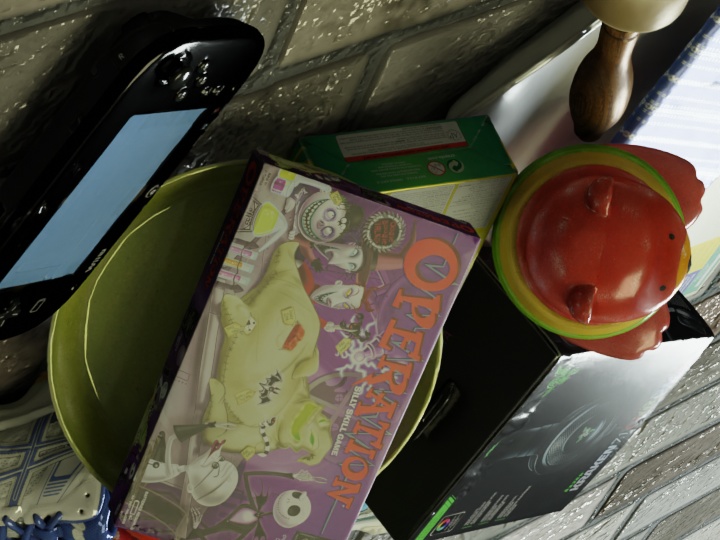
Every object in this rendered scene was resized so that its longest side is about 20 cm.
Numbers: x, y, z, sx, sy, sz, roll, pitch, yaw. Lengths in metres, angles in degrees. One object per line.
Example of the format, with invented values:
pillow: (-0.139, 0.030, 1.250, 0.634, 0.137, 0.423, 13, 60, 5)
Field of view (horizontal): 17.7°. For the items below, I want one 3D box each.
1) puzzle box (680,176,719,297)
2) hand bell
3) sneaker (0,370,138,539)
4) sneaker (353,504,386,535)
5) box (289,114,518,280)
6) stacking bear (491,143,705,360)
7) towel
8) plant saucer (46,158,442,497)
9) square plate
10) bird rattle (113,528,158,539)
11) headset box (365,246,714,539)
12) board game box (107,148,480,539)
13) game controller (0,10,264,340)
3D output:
puzzle box: (0.233, -0.037, 1.627, 0.133, 0.025, 0.200, -20, 152, -41)
hand bell: (0.132, -0.125, 1.193, 0.104, 0.104, 0.200, -30, 158, -21)
sneaker: (-0.171, 0.113, 1.198, 0.200, 0.088, 0.075, -33, 160, -10)
sneaker: (-0.002, 0.131, 1.519, 0.200, 0.078, 0.086, -25, 152, -30)
box: (0.000, 0.000, 1.268, 0.117, 0.048, 0.200, -8, 144, -25)
stacking bear: (0.126, -0.013, 1.230, 0.200, 0.113, 0.122, -37, 142, -86)
towel: (0.207, -0.104, 1.388, 0.145, 0.024, 0.200, -1, 134, -53)
plant saucer: (-0.058, 0.035, 1.163, 0.199, 0.031, 0.201, -4, 111, -11)
square plate: (0.134, -0.107, 1.329, 0.198, 0.028, 0.200, -38, 158, -4)
bird rattle: (-0.115, 0.138, 1.358, 0.199, 0.113, 0.163, -15, 136, 7)
headset box: (0.095, 0.073, 1.445, 0.200, 0.093, 0.174, -3, 137, -53)
board game box: (-0.034, 0.051, 1.145, 0.120, 0.032, 0.200, 17, 105, -23)
game controller: (-0.121, -0.038, 1.041, 0.200, 0.042, 0.104, -48, 156, 24)
